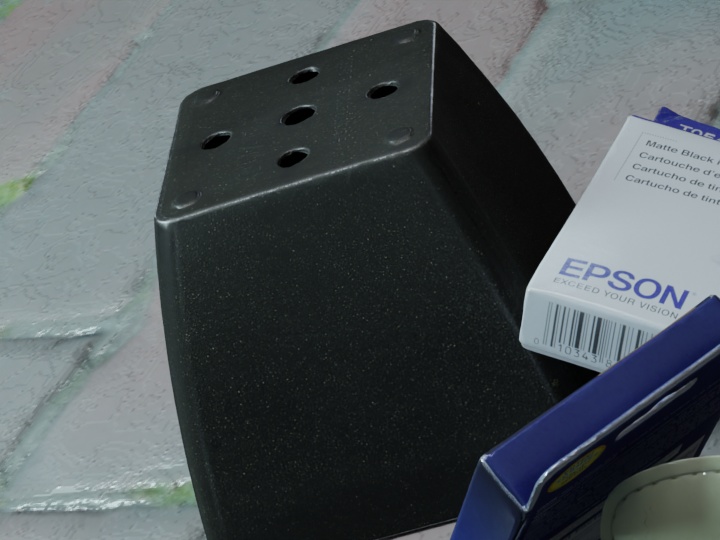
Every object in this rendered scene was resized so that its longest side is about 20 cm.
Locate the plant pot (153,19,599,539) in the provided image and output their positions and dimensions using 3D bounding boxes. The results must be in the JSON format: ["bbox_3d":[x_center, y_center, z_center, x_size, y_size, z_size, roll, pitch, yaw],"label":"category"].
[{"bbox_3d":[0.000,0.000,1.342,0.199,0.178,0.200,-16,29,13],"label":"plant pot"}]

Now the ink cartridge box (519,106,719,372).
[{"bbox_3d":[0.197,-0.007,1.271,0.199,0.041,0.200,17,41,15],"label":"ink cartridge box"}]

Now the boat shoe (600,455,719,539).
[{"bbox_3d":[0.188,0.103,1.030,0.201,0.072,0.061,3,7,30],"label":"boat shoe"}]

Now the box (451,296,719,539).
[{"bbox_3d":[0.093,0.079,1.125,0.121,0.200,0.032,-33,73,-21],"label":"box"}]
